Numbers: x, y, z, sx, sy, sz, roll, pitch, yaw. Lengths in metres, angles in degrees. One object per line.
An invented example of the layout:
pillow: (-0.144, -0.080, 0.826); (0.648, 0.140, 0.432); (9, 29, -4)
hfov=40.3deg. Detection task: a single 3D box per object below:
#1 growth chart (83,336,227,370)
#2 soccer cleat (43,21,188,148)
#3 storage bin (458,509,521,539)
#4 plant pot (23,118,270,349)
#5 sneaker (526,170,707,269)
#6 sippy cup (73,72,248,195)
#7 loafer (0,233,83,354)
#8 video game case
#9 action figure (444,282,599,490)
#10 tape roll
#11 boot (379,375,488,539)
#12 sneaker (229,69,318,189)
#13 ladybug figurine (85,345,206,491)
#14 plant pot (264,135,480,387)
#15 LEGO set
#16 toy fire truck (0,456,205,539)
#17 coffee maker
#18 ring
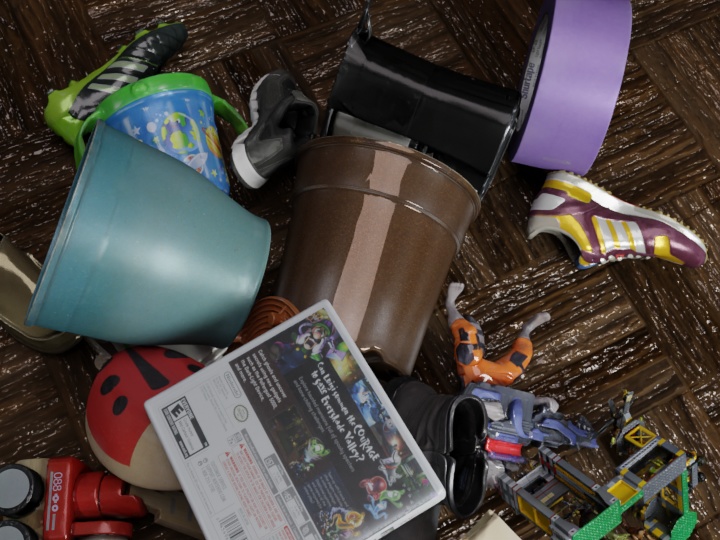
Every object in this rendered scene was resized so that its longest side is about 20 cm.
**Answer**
growth chart: (-0.217, 0.062, 1.025); (0.144, 0.018, 0.200); (-30, 71, -17)
soccer cleat: (-0.270, -0.212, 1.133); (0.200, 0.068, 0.081); (-40, 90, -18)
storage bin: (0.134, 0.325, 0.832); (0.094, 0.199, 0.200); (-38, 73, -24)
plant pot: (-0.194, -0.014, 0.932); (0.187, 0.200, 0.201); (21, 62, -19)
sneaker: (0.282, -0.032, 1.093); (0.199, 0.075, 0.090); (25, 82, 7)
sippy cup: (-0.205, -0.122, 1.059); (0.177, 0.140, 0.131); (-23, 79, 1)
loafer: (-0.364, 0.012, 1.005); (0.200, 0.068, 0.076); (35, 75, 15)
video game case: (-0.058, 0.145, 0.799); (0.181, 0.023, 0.200); (-30, 61, -7)
action figure: (0.146, 0.131, 0.999); (0.199, 0.104, 0.195); (25, 62, -30)
tape roll: (0.230, -0.211, 1.095); (0.084, 0.200, 0.201); (12, 64, 1)
boot: (0.062, 0.201, 0.883); (0.069, 0.131, 0.201); (-8, 100, -25)
sneaker: (-0.080, -0.169, 1.084); (0.090, 0.067, 0.201); (-23, 32, 25)
ladybug figurine: (-0.187, 0.126, 0.908); (0.135, 0.072, 0.200); (-26, 34, -29)
plant pot: (0.000, 0.000, 0.988); (0.199, 0.200, 0.199); (17, 72, 3)
LEGO set: (0.217, 0.219, 0.932); (0.200, 0.154, 0.116); (-36, 38, -17)
toy fire truck: (-0.222, 0.261, 0.887); (0.199, 0.129, 0.177); (-5, 65, 4)
coffee maker: (0.072, -0.183, 1.073); (0.199, 0.193, 0.135); (20, 48, 3)
ring: (-0.096, 0.124, 0.914); (0.019, 0.200, 0.202); (7, 60, -33)
